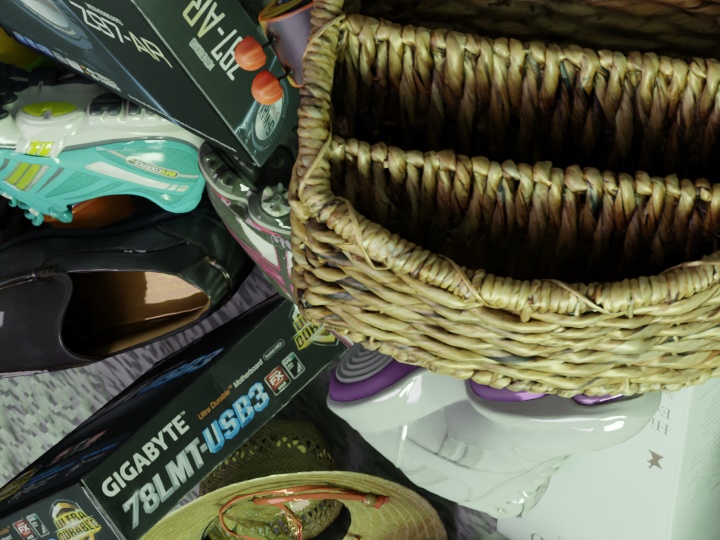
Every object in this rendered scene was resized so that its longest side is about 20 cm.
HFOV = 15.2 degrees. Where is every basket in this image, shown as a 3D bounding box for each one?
[{"bbox_3d":[0.072,-0.047,1.096,0.198,0.143,0.150,9,136,2],"label":"basket"}]

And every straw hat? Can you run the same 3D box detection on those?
[{"bbox_3d":[-0.048,0.126,1.476,0.202,0.199,0.086,114,150,-51],"label":"straw hat"}]

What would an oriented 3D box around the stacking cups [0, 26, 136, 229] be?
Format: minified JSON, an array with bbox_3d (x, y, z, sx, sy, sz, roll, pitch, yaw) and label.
[{"bbox_3d":[-0.161,-0.061,1.472,0.060,0.061,0.201,-6,122,49],"label":"stacking cups"}]

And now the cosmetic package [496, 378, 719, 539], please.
[{"bbox_3d":[0.125,0.060,1.251,0.101,0.074,0.201,29,138,28],"label":"cosmetic package"}]

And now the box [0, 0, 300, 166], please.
[{"bbox_3d":[-0.134,-0.142,1.301,0.199,0.044,0.160,28,165,37],"label":"box"}]

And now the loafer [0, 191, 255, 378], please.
[{"bbox_3d":[-0.152,0.018,1.434,0.199,0.072,0.073,-22,113,21],"label":"loafer"}]

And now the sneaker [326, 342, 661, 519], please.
[{"bbox_3d":[0.074,0.064,1.207,0.100,0.075,0.199,51,152,-23],"label":"sneaker"}]

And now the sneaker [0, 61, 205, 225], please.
[{"bbox_3d":[-0.175,-0.059,1.398,0.198,0.078,0.080,1,120,7],"label":"sneaker"}]

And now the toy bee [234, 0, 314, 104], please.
[{"bbox_3d":[0.003,-0.109,1.203,0.131,0.109,0.200,49,144,-1],"label":"toy bee"}]

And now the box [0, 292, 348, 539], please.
[{"bbox_3d":[-0.115,0.092,1.428,0.050,0.198,0.200,53,144,-7],"label":"box"}]

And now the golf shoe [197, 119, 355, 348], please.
[{"bbox_3d":[0.000,0.000,1.347,0.200,0.077,0.088,48,161,12],"label":"golf shoe"}]

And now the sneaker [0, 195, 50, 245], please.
[{"bbox_3d":[-0.195,-0.019,1.519,0.075,0.071,0.200,20,154,16],"label":"sneaker"}]
